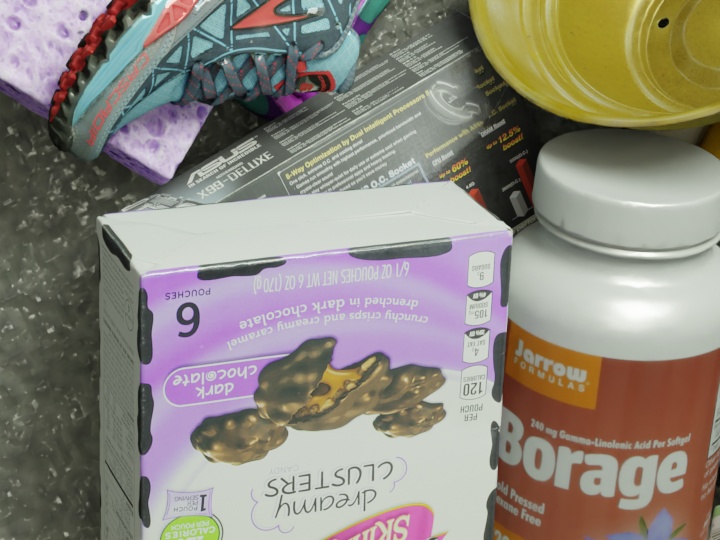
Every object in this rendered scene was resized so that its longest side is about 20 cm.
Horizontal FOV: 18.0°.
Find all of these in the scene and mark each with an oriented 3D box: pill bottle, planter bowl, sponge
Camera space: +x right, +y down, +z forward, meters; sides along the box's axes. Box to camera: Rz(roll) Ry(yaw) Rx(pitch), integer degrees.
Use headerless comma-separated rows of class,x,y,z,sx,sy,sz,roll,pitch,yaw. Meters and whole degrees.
pill bottle,0.110,0.045,1.016,0.111,0.112,0.201,1,115,-7
planter bowl,0.154,-0.128,0.998,0.199,0.083,0.202,-14,56,22
sponge,-0.084,-0.150,1.007,0.111,0.030,0.201,32,80,-12

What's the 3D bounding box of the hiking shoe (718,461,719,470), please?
hiking shoe,0.227,0.095,1.090,0.199,0.074,0.087,35,112,5

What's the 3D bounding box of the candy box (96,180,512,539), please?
candy box,-0.026,0.072,0.990,0.167,0.072,0.202,-7,114,-21

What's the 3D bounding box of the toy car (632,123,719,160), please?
toy car,0.242,-0.086,1.080,0.150,0.175,0.201,33,79,-37

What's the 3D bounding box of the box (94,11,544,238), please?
box,0.000,0.000,1.044,0.199,0.050,0.158,-32,119,-9

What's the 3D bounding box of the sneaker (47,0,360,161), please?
sneaker,-0.042,-0.105,0.963,0.200,0.079,0.096,-43,102,-11

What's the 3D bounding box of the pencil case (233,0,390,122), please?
pencil case,-0.004,-0.163,1.080,0.201,0.092,0.085,-55,135,-8

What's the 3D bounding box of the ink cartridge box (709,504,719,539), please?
ink cartridge box,0.239,0.204,1.037,0.199,0.048,0.146,24,62,-20
